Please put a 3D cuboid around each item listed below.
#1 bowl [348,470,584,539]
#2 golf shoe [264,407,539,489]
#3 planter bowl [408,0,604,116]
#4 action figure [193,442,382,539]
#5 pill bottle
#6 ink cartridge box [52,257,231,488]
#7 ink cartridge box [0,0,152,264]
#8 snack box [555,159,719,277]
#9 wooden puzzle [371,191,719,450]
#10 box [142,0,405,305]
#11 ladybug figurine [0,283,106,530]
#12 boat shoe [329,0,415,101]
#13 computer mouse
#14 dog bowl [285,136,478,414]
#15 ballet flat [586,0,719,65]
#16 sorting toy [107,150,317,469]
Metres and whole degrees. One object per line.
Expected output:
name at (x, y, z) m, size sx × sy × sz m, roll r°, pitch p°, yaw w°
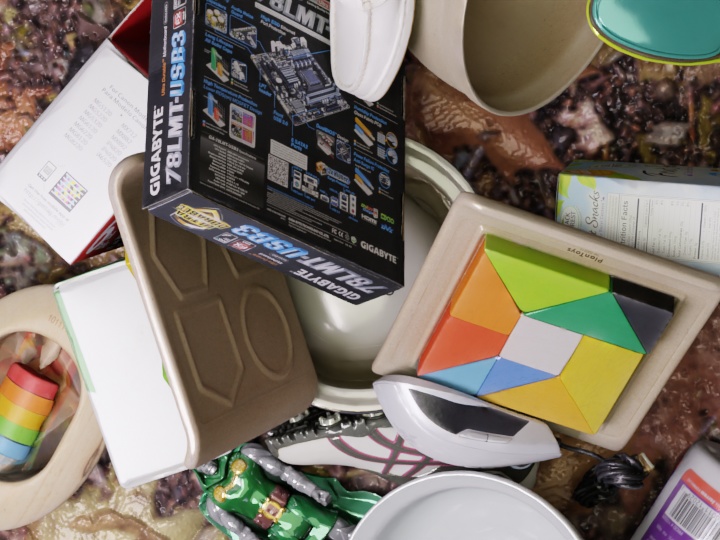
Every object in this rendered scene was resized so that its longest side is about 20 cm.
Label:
bowl at (0.090, 0.231, 1.548) m, size 0.201 × 0.090 × 0.201 m, roll 3°, pitch 97°, yaw 23°
golf shoe at (0.031, 0.130, 1.597) m, size 0.200 × 0.077 × 0.088 m, roll -7°, pitch 102°, yaw 10°
planter bowl at (0.082, -0.222, 1.503) m, size 0.135 × 0.200 × 0.200 m, roll 30°, pitch 101°, yaw 32°
action figure at (-0.045, 0.187, 1.623) m, size 0.200 × 0.055 × 0.118 m, roll 33°, pitch 89°, yaw 1°
pill bottle at (0.229, 0.229, 1.558) m, size 0.111 × 0.111 × 0.200 m, roll 32°, pitch 100°, yaw 4°
ink cartridge box at (-0.134, 0.056, 1.549) m, size 0.083 × 0.200 × 0.147 m, roll -19°, pitch 94°, yaw 7°
ink cartridge box at (-0.147, -0.102, 1.530) m, size 0.084 × 0.200 × 0.176 m, roll 42°, pitch 101°, yaw 3°
snack box at (0.235, -0.034, 1.498) m, size 0.200 × 0.169 × 0.068 m, roll 3°, pitch 97°, yaw 8°
wooden puzzle at (0.120, 0.043, 1.459) m, size 0.185 × 0.037 × 0.200 m, roll 18°, pitch 138°, yaw -8°
box at (-0.051, -0.101, 1.447) m, size 0.050 × 0.200 × 0.199 m, roll -23°, pitch 57°, yaw 38°
ladybug figurine at (-0.245, 0.100, 1.634) m, size 0.136 × 0.072 × 0.200 m, roll 33°, pitch 100°, yaw 4°
boat shoe at (-0.006, -0.205, 1.418) m, size 0.069 × 0.071 × 0.200 m, roll -7°, pitch 112°, yaw -31°
computer mouse at (0.097, 0.122, 1.518) m, size 0.200 × 0.110 × 0.044 m, roll 19°, pitch 78°, yaw -11°
dog bowl at (0.000, 0.000, 1.577) m, size 0.200 × 0.074 × 0.200 m, roll 0°, pitch 91°, yaw 4°
ballet flat at (0.254, -0.176, 1.527) m, size 0.200 × 0.067 × 0.067 m, roll -2°, pitch 95°, yaw 1°
sorting toy at (-0.099, 0.015, 1.452) m, size 0.036 × 0.185 × 0.200 m, roll -12°, pitch 94°, yaw 25°
